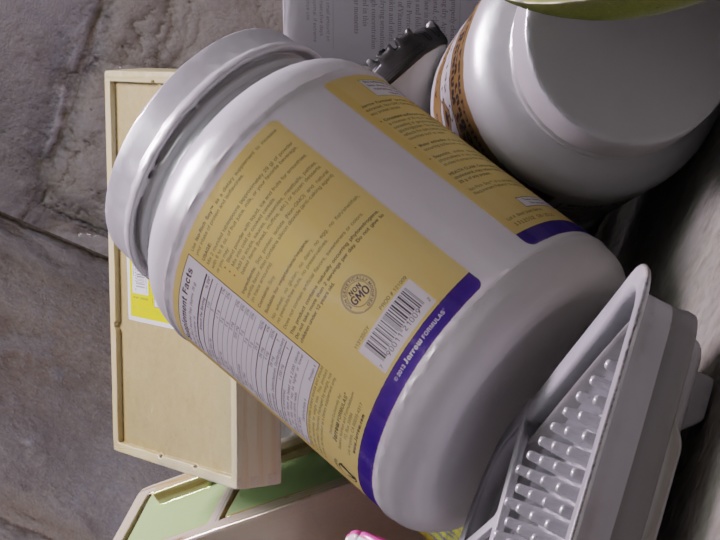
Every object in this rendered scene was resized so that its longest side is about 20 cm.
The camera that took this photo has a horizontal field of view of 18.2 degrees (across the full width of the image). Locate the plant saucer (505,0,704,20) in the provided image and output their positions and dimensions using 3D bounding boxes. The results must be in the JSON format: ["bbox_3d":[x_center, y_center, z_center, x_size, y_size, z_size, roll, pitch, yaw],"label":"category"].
[{"bbox_3d":[0.131,-0.156,0.847,0.199,0.031,0.201,-27,31,18],"label":"plant saucer"}]

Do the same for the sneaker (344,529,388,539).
[{"bbox_3d":[0.000,0.188,1.086,0.200,0.081,0.089,107,-179,-72],"label":"sneaker"}]

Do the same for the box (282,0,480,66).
[{"bbox_3d":[0.068,-0.173,1.186,0.125,0.198,0.098,-72,-14,-53],"label":"box"}]

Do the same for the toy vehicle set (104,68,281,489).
[{"bbox_3d":[-0.085,0.000,1.128,0.124,0.026,0.202,11,103,54],"label":"toy vehicle set"}]

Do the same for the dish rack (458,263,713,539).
[{"bbox_3d":[0.068,0.108,0.805,0.200,0.043,0.173,117,175,-61],"label":"dish rack"}]

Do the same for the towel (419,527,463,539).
[{"bbox_3d":[0.017,0.035,1.073,0.023,0.200,0.145,-15,-45,-48],"label":"towel"}]

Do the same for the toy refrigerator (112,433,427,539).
[{"bbox_3d":[-0.037,0.131,1.191,0.199,0.070,0.076,-22,22,28],"label":"toy refrigerator"}]

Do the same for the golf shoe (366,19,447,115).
[{"bbox_3d":[0.028,-0.027,1.131,0.078,0.094,0.201,-30,-37,-46],"label":"golf shoe"}]

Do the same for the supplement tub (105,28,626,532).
[{"bbox_3d":[0.000,0.000,0.967,0.145,0.200,0.146,-37,-29,-26],"label":"supplement tub"}]

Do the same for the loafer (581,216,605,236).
[{"bbox_3d":[0.061,0.003,1.200,0.069,0.070,0.200,-16,-14,-44],"label":"loafer"}]

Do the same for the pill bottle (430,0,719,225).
[{"bbox_3d":[0.098,-0.084,0.988,0.200,0.114,0.115,138,155,-82],"label":"pill bottle"}]
